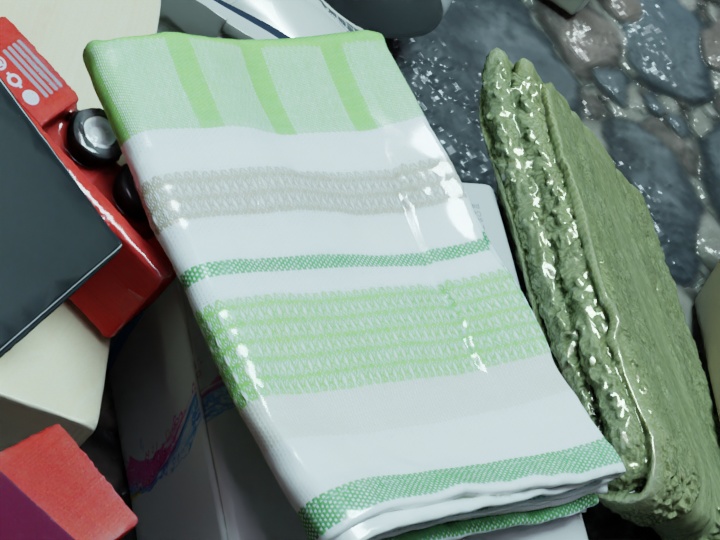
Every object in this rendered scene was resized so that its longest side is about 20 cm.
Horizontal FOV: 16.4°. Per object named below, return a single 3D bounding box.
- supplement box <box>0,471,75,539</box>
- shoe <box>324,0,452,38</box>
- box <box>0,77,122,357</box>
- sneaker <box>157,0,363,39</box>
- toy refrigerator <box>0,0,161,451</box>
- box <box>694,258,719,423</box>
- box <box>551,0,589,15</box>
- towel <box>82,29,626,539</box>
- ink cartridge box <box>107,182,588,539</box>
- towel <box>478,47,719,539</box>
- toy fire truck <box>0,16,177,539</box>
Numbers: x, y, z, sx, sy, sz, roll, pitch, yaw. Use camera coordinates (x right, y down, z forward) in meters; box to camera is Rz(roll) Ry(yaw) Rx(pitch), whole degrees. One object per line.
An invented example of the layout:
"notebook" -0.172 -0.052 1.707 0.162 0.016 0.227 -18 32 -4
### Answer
"supplement box" -0.099 0.151 0.724 0.200 0.110 0.086 48 41 -33
"shoe" -0.040 -0.181 1.068 0.200 0.071 0.091 27 55 -4
"box" -0.179 0.035 0.659 0.079 0.141 0.200 53 43 -8
"sneaker" -0.085 -0.129 1.015 0.200 0.076 0.081 42 42 -7
"toy refrigerator" -0.131 -0.023 0.913 0.076 0.070 0.200 21 52 -22
"box" 0.196 0.042 0.983 0.078 0.095 0.200 24 25 -12
"box" 0.043 -0.211 1.137 0.200 0.068 0.082 32 49 -5
"towel" 0.000 0.000 0.860 0.149 0.031 0.200 -5 62 -47
"ink cartridge box" -0.007 0.069 0.904 0.144 0.085 0.200 4 56 -27
"towel" 0.099 0.020 0.984 0.148 0.036 0.200 38 31 -58
"toy fire truck" -0.127 -0.003 0.819 0.200 0.049 0.141 47 46 1
